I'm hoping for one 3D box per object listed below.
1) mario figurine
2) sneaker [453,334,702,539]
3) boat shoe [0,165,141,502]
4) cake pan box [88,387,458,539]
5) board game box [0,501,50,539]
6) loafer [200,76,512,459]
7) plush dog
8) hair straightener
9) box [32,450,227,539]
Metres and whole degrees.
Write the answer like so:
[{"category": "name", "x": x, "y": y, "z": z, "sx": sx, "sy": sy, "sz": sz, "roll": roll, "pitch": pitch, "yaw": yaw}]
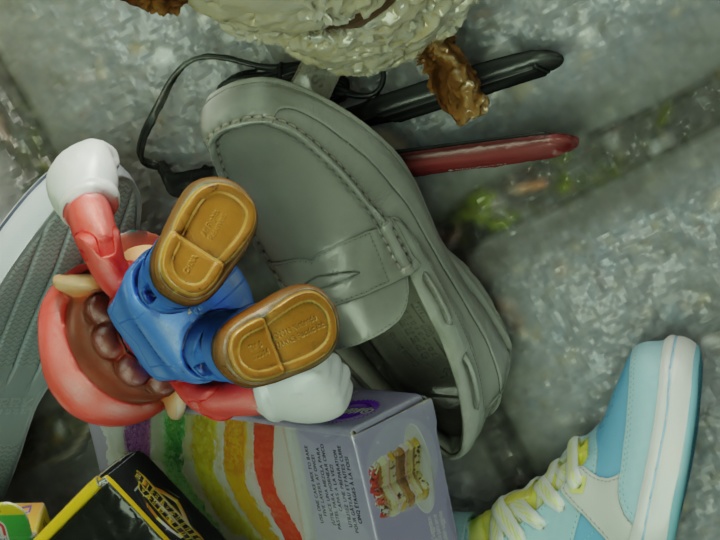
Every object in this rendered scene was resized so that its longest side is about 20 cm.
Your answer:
[{"category": "mario figurine", "x": -0.066, "y": 0.003, "z": 1.192, "sx": 0.105, "sy": 0.200, "sz": 0.124, "roll": -2, "pitch": 86, "yaw": -22}, {"category": "sneaker", "x": 0.071, "y": 0.110, "z": 1.271, "sx": 0.130, "sy": 0.080, "sz": 0.201, "roll": 16, "pitch": 108, "yaw": 6}, {"category": "boat shoe", "x": -0.167, "y": 0.024, "z": 1.301, "sx": 0.067, "sy": 0.073, "sz": 0.201, "roll": 46, "pitch": 114, "yaw": 38}, {"category": "cake pan box", "x": -0.028, "y": 0.145, "z": 1.270, "sx": 0.184, "sy": 0.052, "sz": 0.201, "roll": 7, "pitch": 115, "yaw": 48}, {"category": "board game box", "x": -0.171, "y": 0.173, "z": 1.332, "sx": 0.095, "sy": 0.030, "sz": 0.201, "roll": -2, "pitch": 131, "yaw": 13}, {"category": "loafer", "x": 0.000, "y": 0.000, "z": 1.217, "sx": 0.070, "sy": 0.070, "sz": 0.200, "roll": -20, "pitch": 129, "yaw": 30}, {"category": "plush dog", "x": -0.015, "y": -0.132, "z": 1.149, "sx": 0.199, "sy": 0.172, "sz": 0.161, "roll": -25, "pitch": 81, "yaw": 19}, {"category": "hair straightener", "x": -0.007, "y": -0.073, "z": 1.262, "sx": 0.199, "sy": 0.041, "sz": 0.078, "roll": -9, "pitch": 86, "yaw": 20}, {"category": "box", "x": -0.082, "y": 0.199, "z": 1.208, "sx": 0.200, "sy": 0.049, "sz": 0.160, "roll": 47, "pitch": 108, "yaw": 2}]
